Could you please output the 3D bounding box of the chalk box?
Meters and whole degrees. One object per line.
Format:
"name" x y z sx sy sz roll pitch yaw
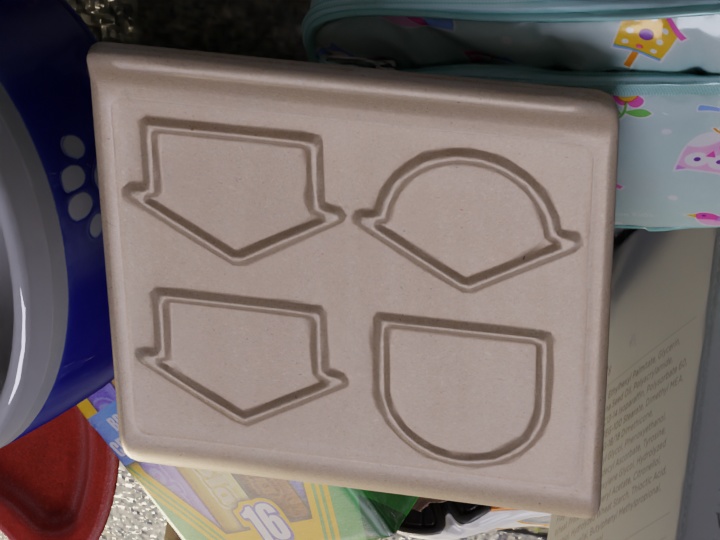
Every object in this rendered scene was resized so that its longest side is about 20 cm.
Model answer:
"chalk box" -0.053 0.005 1.072 0.123 0.125 0.200 -14 119 44

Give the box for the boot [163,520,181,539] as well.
"boot" -0.053 0.118 1.327 0.073 0.156 0.200 20 154 -20

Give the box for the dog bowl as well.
"dog bowl" -0.173 -0.026 1.004 0.200 0.201 0.079 -14 -171 44

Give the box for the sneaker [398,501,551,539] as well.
"sneaker" 0.093 0.113 1.365 0.199 0.076 0.092 -7 156 36

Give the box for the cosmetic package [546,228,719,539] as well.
"cosmetic package" 0.184 0.081 1.090 0.164 0.201 0.165 16 157 -12

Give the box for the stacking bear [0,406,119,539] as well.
"stacking bear" -0.149 0.042 1.200 0.121 0.114 0.200 16 -169 2

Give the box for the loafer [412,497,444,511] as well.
"loafer" 0.016 0.087 1.237 0.199 0.071 0.073 -13 -162 -4

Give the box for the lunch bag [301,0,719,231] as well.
"lunch bag" 0.081 -0.078 0.927 0.199 0.077 0.160 0 155 22

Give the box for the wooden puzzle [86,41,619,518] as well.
"wooden puzzle" 0.000 0.000 0.937 0.184 0.046 0.201 7 130 11
